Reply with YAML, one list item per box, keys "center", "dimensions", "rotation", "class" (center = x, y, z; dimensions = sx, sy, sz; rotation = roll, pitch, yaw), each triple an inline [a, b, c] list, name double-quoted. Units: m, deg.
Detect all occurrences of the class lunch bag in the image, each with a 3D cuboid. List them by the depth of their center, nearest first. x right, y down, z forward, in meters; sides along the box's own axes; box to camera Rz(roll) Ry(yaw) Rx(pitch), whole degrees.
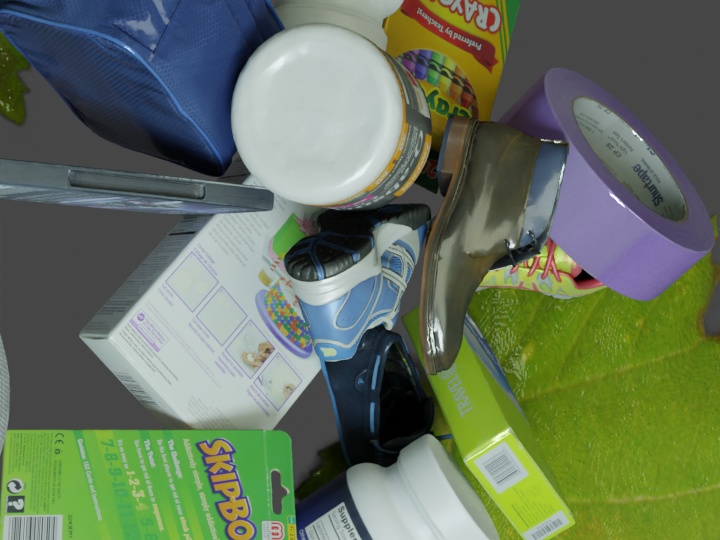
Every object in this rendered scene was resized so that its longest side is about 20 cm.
- center: [-0.134, -0.166, 0.966]
  dimensions: [0.134, 0.134, 0.200]
  rotation: [-64, 155, -16]
  class: "lunch bag"

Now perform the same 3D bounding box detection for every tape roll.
- center: [0.204, -0.074, 1.189]
  dimensions: [0.199, 0.066, 0.201]
  rotation: [34, 30, -23]
  class: "tape roll"

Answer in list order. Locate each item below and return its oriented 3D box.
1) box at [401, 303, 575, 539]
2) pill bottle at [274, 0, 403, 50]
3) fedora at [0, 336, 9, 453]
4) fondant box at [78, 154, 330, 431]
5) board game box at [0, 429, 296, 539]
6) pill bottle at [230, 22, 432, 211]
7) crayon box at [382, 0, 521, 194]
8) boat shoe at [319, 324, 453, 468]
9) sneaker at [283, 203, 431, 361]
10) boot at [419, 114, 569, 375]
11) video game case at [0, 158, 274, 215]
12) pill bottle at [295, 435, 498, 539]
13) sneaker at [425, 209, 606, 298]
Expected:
- center: [0.095, 0.106, 1.116]
  dimensions: [0.047, 0.201, 0.122]
  rotation: [-32, 126, 7]
  class: "box"
- center: [-0.015, -0.258, 1.086]
  dimensions: [0.115, 0.115, 0.203]
  rotation: [12, 82, -33]
  class: "pill bottle"
- center: [-0.291, 0.043, 0.887]
  dimensions: [0.091, 0.174, 0.202]
  rotation: [-72, 155, -63]
  class: "fedora"
- center: [-0.089, 0.027, 1.061]
  dimensions: [0.200, 0.058, 0.145]
  rotation: [-50, 115, -24]
  class: "fondant box"
- center: [-0.143, 0.155, 0.971]
  dimensions: [0.197, 0.030, 0.097]
  rotation: [0, 57, -8]
  class: "board game box"
- center: [-0.011, -0.101, 0.994]
  dimensions: [0.200, 0.115, 0.118]
  rotation: [-3, 90, -78]
  class: "pill bottle"
- center: [0.056, -0.179, 1.170]
  dimensions: [0.126, 0.051, 0.203]
  rotation: [22, 77, -32]
  class: "crayon box"
- center: [0.022, 0.118, 1.093]
  dimensions: [0.084, 0.068, 0.201]
  rotation: [-52, 138, -25]
  class: "boat shoe"
- center: [0.000, 0.000, 1.029]
  dimensions: [0.200, 0.075, 0.078]
  rotation: [-39, 124, -60]
  class: "sneaker"
- center: [0.099, -0.017, 1.071]
  dimensions: [0.096, 0.075, 0.203]
  rotation: [7, 79, 10]
  class: "boot"
- center: [-0.177, -0.054, 0.953]
  dimensions: [0.198, 0.142, 0.019]
  rotation: [3, 89, -34]
  class: "video game case"
- center: [-0.007, 0.211, 1.017]
  dimensions: [0.199, 0.116, 0.116]
  rotation: [-34, 110, 6]
  class: "pill bottle"
- center: [0.145, -0.018, 1.201]
  dimensions: [0.198, 0.090, 0.079]
  rotation: [4, 87, -33]
  class: "sneaker"
